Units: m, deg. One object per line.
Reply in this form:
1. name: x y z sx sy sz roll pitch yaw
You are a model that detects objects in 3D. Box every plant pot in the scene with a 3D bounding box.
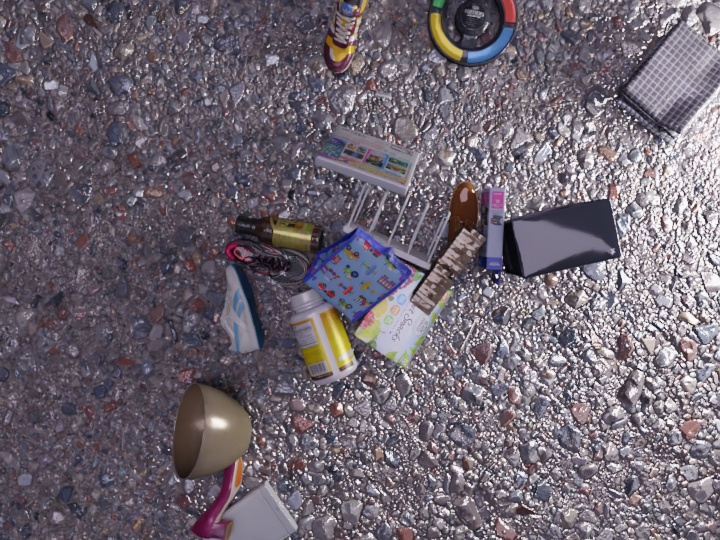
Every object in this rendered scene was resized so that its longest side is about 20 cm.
1. plant pot: -0.320 0.358 1.378 0.133 0.199 0.204 12 95 -32

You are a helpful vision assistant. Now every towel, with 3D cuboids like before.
1. towel: 0.663 -0.395 1.307 0.165 0.086 0.201 39 95 2

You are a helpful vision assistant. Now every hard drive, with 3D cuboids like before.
1. hard drive: -0.263 0.605 1.452 0.199 0.027 0.133 -36 90 5

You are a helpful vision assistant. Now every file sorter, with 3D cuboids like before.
1. file sorter: 0.080 -0.107 1.328 0.197 0.139 0.126 23 99 2

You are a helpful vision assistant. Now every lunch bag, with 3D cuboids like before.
1. lunch bag: 0.000 0.000 1.297 0.150 0.095 0.199 40 138 -16

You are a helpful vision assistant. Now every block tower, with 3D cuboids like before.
1. block tower: 0.182 -0.004 1.313 0.054 0.058 0.201 35 100 -3

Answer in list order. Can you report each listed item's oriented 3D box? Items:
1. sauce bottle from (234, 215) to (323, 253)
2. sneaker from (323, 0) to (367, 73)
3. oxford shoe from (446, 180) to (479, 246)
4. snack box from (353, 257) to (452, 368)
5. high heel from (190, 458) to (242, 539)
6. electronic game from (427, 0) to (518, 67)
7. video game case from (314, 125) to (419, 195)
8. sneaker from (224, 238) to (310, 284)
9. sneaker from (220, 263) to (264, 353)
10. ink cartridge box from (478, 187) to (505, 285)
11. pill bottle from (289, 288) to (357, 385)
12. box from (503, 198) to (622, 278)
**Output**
1. sauce bottle: -0.182 -0.086 1.388 0.196 0.065 0.066 10 94 1
2. sneaker: -0.035 -0.534 1.341 0.074 0.090 0.204 16 94 3
3. oxford shoe: 0.224 -0.096 1.360 0.070 0.071 0.205 6 92 5
4. snack box: 0.095 0.093 1.386 0.141 0.053 0.202 31 94 0
5. high heel: -0.331 0.513 1.430 0.094 0.067 0.204 8 87 11
6. electronic game: 0.244 -0.546 1.347 0.196 0.042 0.205 0 93 4
7. video game case: 0.019 -0.238 1.317 0.196 0.183 0.024 20 126 2
8. sneaker: -0.209 -0.017 1.390 0.196 0.075 0.082 13 94 2
9. sneaker: -0.280 0.087 1.400 0.079 0.076 0.204 -13 90 6
10. ink cartridge box: 0.280 -0.073 1.332 0.041 0.119 0.205 0 93 4
11. pill bottle: -0.088 0.141 1.373 0.107 0.109 0.203 -20 92 5
12. box: 0.402 -0.067 1.285 0.196 0.198 0.126 -13 93 4
